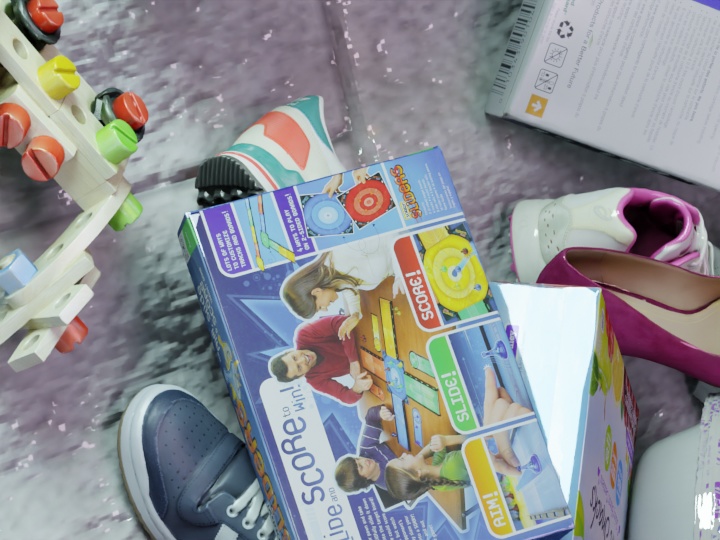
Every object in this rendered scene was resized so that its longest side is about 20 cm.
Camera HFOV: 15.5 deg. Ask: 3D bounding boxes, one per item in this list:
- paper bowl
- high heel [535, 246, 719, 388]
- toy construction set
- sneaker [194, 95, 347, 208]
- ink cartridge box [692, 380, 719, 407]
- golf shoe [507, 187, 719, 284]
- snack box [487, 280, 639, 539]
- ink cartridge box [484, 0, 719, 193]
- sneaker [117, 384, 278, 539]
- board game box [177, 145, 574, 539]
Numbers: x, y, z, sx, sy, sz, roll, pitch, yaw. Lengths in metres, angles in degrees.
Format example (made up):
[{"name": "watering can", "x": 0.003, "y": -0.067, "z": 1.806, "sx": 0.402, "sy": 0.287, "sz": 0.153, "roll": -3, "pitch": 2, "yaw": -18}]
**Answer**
[{"name": "paper bowl", "x": 0.209, "y": 0.168, "z": 1.504, "sx": 0.201, "sy": 0.104, "sz": 0.202, "roll": 1, "pitch": 90, "yaw": -77}, {"name": "high heel", "x": 0.192, "y": 0.019, "z": 1.464, "sx": 0.199, "sy": 0.096, "sz": 0.068, "roll": -8, "pitch": 55, "yaw": -12}, {"name": "toy construction set", "x": -0.161, "y": -0.059, "z": 1.198, "sx": 0.131, "sy": 0.092, "sz": 0.201, "roll": -76, "pitch": 146, "yaw": -56}, {"name": "sneaker", "x": 0.000, "y": 0.000, "z": 1.370, "sx": 0.093, "sy": 0.070, "sz": 0.200, "roll": -47, "pitch": 114, "yaw": -34}, {"name": "ink cartridge box", "x": 0.295, "y": -0.026, "z": 1.613, "sx": 0.047, "sy": 0.200, "sz": 0.198, "roll": 35, "pitch": 46, "yaw": 16}, {"name": "golf shoe", "x": 0.176, "y": -0.003, "z": 1.539, "sx": 0.199, "sy": 0.091, "sz": 0.076, "roll": 12, "pitch": 65, "yaw": -46}, {"name": "snack box", "x": 0.100, "y": 0.119, "z": 1.393, "sx": 0.200, "sy": 0.067, "sz": 0.169, "roll": 61, "pitch": 35, "yaw": -65}, {"name": "ink cartridge box", "x": 0.194, "y": -0.153, "z": 1.526, "sx": 0.199, "sy": 0.043, "sz": 0.199, "roll": 18, "pitch": 94, "yaw": -21}, {"name": "sneaker", "x": -0.031, "y": 0.134, "z": 1.287, "sx": 0.070, "sy": 0.108, "sz": 0.200, "roll": -49, "pitch": 118, "yaw": -38}, {"name": "board game box", "x": 0.006, "y": 0.052, "z": 1.267, "sx": 0.135, "sy": 0.034, "sz": 0.201, "roll": -15, "pitch": 76, "yaw": -16}]
